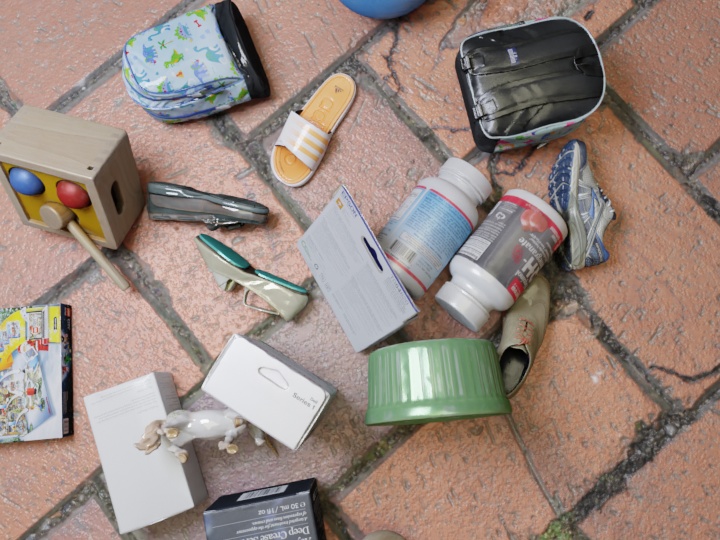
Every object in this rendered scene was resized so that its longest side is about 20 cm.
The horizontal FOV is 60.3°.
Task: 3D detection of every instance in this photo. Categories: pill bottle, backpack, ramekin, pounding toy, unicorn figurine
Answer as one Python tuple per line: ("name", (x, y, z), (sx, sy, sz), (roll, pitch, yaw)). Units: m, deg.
("pill bottle", (0.202, -0.012, 0.912), (0.111, 0.111, 0.200), (39, 84, 6))
("backpack", (-0.266, -0.315, 0.963), (0.199, 0.154, 0.164), (-20, 88, 11))
("ramekin", (0.101, 0.155, 0.850), (0.199, 0.200, 0.098), (-5, 74, 0))
("pounding toy", (-0.415, -0.101, 0.911), (0.183, 0.200, 0.143), (15, 54, 3))
("pill bottle", (0.104, -0.065, 0.923), (0.109, 0.109, 0.200), (38, 84, 6))
("backpack", (0.254, -0.275, 0.930), (0.199, 0.151, 0.179), (-15, 84, 6))
("unicorn figurine", (-0.195, 0.218, 0.846), (0.199, 0.137, 0.074), (15, 86, -12))

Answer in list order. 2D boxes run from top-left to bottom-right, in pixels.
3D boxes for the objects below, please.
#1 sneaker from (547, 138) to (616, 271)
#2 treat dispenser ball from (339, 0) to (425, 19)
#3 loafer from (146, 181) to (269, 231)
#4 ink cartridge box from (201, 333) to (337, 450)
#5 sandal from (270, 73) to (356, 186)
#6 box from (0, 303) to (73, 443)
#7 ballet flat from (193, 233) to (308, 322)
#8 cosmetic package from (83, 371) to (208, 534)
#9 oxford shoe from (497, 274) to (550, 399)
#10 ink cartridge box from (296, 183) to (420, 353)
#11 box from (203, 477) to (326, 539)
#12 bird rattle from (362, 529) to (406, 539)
("sneaker", (0.342, -0.100, 0.950), (0.085, 0.077, 0.201), (-1, 89, -9))
("treat dispenser ball", (0.034, -0.490, 0.940), (0.200, 0.201, 0.202), (0, 82, 1))
("loafer", (-0.238, -0.091, 0.963), (0.199, 0.072, 0.063), (14, 102, 10))
("ink cartridge box", (-0.115, 0.162, 0.847), (0.144, 0.200, 0.084), (31, 82, 6))
("sandal", (-0.078, -0.233, 0.976), (0.079, 0.059, 0.207), (29, 83, 5))
("box", (-0.511, 0.155, 0.938), (0.136, 0.038, 0.201), (-5, 82, 0))
("ballet flat", (-0.176, 0.016, 0.942), (0.199, 0.069, 0.070), (29, 83, 5))
("cosmetic package", (-0.309, 0.258, 0.899), (0.112, 0.081, 0.201), (-18, 83, -1))
("oxford shoe", (0.241, 0.098, 0.912), (0.070, 0.075, 0.201), (18, 82, 4))
("ink cartridge box", (0.000, 0.000, 0.876), (0.040, 0.200, 0.200), (-25, 81, -31))
("box", (-0.120, 0.410, 0.858), (0.148, 0.107, 0.201), (-11, 82, -1))
("bird rattle", (0.026, 0.437, 0.832), (0.199, 0.113, 0.164), (26, 50, -31))
